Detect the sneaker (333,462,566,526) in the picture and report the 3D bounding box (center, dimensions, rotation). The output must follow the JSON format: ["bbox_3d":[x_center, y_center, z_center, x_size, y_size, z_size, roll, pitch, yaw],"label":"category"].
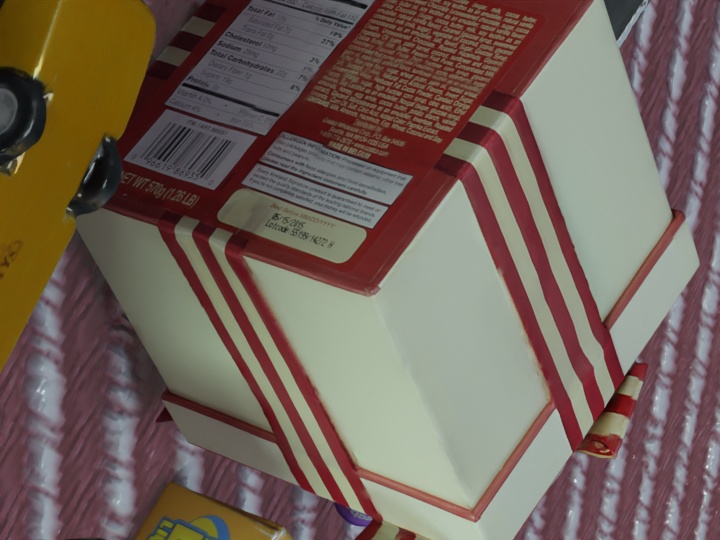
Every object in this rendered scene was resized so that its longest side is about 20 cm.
[{"bbox_3d":[0.033,0.088,1.187,0.114,0.073,0.201,-48,-174,15],"label":"sneaker"}]

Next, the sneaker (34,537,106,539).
[{"bbox_3d":[-0.138,0.123,0.888,0.200,0.113,0.076,82,-1,-82],"label":"sneaker"}]

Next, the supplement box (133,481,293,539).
[{"bbox_3d":[-0.044,0.168,1.193,0.067,0.069,0.200,-58,153,-16],"label":"supplement box"}]

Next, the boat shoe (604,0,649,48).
[{"bbox_3d":[0.124,-0.168,1.045,0.067,0.057,0.201,-6,117,-58],"label":"boat shoe"}]

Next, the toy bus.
[{"bbox_3d":[-0.141,-0.016,0.867,0.201,0.078,0.065,-63,153,-6],"label":"toy bus"}]

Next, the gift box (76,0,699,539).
[{"bbox_3d":[0.000,0.000,1.030,0.200,0.184,0.187,-50,139,-21],"label":"gift box"}]
